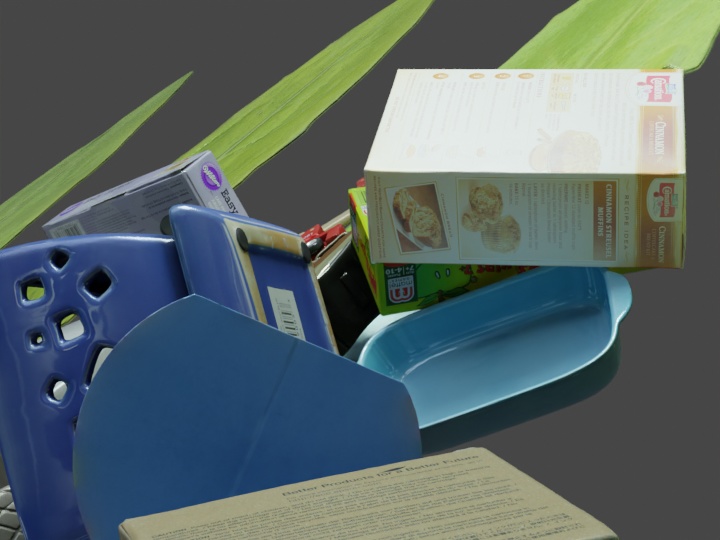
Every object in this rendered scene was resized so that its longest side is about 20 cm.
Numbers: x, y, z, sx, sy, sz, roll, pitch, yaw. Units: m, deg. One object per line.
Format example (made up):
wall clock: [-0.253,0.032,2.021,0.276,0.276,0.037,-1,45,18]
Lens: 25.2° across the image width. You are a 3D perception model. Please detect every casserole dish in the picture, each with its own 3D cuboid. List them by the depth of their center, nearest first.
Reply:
casserole dish: [0.084,0.059,1.026,0.200,0.039,0.121,-20,32,15]

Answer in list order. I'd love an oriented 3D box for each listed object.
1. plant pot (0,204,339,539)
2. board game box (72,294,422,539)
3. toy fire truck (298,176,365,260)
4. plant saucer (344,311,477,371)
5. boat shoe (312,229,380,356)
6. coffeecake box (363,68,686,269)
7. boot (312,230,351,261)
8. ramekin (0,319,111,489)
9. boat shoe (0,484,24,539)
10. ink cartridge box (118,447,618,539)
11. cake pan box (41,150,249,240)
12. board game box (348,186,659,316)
plant pot: [-0.119,0.066,1.062,0.180,0.200,0.200,-19,-10,16]
board game box: [-0.065,0.112,0.936,0.039,0.200,0.158,64,-131,-89]
toy fire truck: [-0.044,-0.018,1.516,0.200,0.049,0.141,-28,16,14]
plant saucer: [0.056,0.038,1.186,0.201,0.039,0.201,-28,16,9]
boat shoe: [0.000,0.000,1.202,0.200,0.076,0.074,-36,13,-18]
coffeecake box: [0.114,-0.071,1.068,0.200,0.073,0.154,1,32,10]
boot: [-0.001,0.007,1.329,0.200,0.073,0.182,-50,-28,18]
ramekin: [-0.271,0.131,1.402,0.202,0.094,0.202,-29,16,9]
boat shoe: [-0.278,0.225,1.171,0.200,0.076,0.072,-41,-6,-29]
ink cartridge box: [0.001,0.153,0.759,0.200,0.075,0.165,-10,10,-16]
cake pan box: [-0.168,0.006,1.426,0.200,0.184,0.052,-19,16,38]
board game box: [0.100,-0.030,1.119,0.200,0.048,0.102,-10,32,-7]
